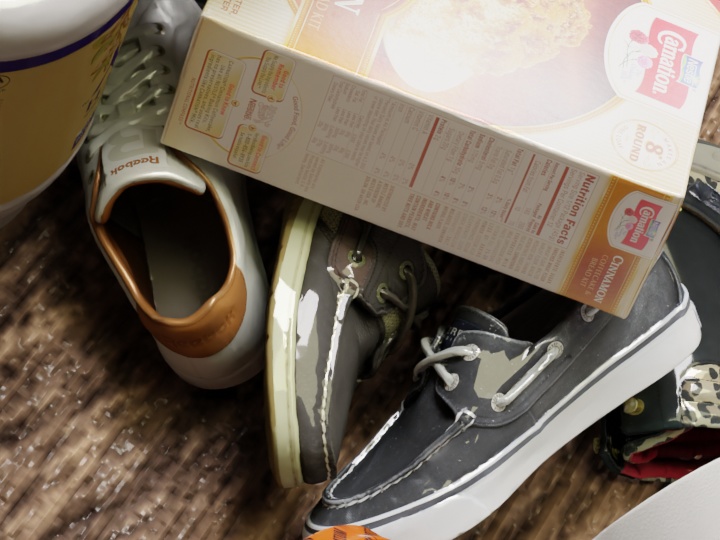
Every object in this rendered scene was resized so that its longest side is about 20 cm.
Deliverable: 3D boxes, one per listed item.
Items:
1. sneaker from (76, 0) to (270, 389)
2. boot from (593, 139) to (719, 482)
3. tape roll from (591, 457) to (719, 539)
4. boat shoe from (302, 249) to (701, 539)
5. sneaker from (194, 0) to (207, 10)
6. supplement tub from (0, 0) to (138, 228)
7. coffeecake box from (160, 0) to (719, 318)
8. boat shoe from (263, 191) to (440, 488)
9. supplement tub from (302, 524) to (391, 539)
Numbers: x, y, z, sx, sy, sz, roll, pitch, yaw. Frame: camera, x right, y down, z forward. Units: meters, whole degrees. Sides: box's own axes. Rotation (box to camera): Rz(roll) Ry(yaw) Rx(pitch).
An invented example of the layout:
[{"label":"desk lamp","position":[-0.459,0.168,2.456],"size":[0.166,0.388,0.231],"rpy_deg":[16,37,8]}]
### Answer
[{"label":"sneaker","position":[-0.083,-0.055,1.207],"size":[0.073,0.085,0.200],"rpy_deg":[-22,70,4]},{"label":"boot","position":[0.098,0.007,1.300],"size":[0.203,0.073,0.154],"rpy_deg":[10,56,-23]},{"label":"tape roll","position":[0.195,0.154,1.159],"size":[0.202,0.203,0.139],"rpy_deg":[-3,59,-32]},{"label":"boat shoe","position":[0.051,0.047,1.202],"size":[0.200,0.072,0.068],"rpy_deg":[-33,113,-18]},{"label":"sneaker","position":[-0.074,-0.150,1.300],"size":[0.076,0.088,0.200],"rpy_deg":[13,52,-23]},{"label":"supplement tub","position":[-0.161,-0.103,1.121],"size":[0.145,0.200,0.146],"rpy_deg":[7,63,-13]},{"label":"coffeecake box","position":[0.039,-0.086,1.203],"size":[0.200,0.073,0.154],"rpy_deg":[21,42,-1]},{"label":"boat shoe","position":[0.000,0.000,1.209],"size":[0.066,0.072,0.201],"rpy_deg":[4,51,4]},{"label":"supplement tub","position":[0.047,0.179,1.065],"size":[0.122,0.123,0.200],"rpy_deg":[-21,39,-39]}]
